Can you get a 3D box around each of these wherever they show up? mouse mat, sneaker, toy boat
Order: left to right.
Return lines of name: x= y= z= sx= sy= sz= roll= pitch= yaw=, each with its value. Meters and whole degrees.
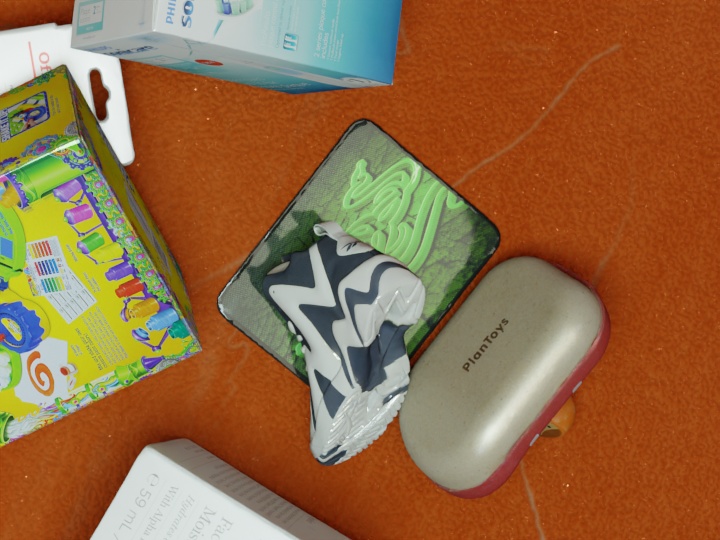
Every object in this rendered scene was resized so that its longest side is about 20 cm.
sneaker: x=-0.026 y=0.049 z=1.334 sx=0.079 sy=0.130 sz=0.200 roll=-21 pitch=139 yaw=-31
mouse mat: x=0.000 y=0.000 z=1.369 sx=0.161 sy=0.008 sz=0.200 roll=38 pitch=87 yaw=-11
toy boat: x=0.127 y=0.097 z=1.357 sx=0.200 sy=0.130 sz=0.131 roll=-51 pitch=130 yaw=-2

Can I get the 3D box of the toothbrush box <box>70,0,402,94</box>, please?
toothbrush box: x=-0.090 y=-0.189 z=1.228 sx=0.199 sy=0.146 sz=0.086 roll=9 pitch=87 yaw=-34

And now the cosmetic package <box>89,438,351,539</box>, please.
cosmetic package: x=-0.105 y=0.249 z=1.270 sx=0.199 sy=0.165 sz=0.166 roll=30 pitch=89 yaw=6

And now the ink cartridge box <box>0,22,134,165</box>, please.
ink cartridge box: x=-0.278 y=-0.121 z=1.276 sx=0.198 sy=0.067 sz=0.117 roll=-9 pitch=98 yaw=-9

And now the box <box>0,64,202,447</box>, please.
box: x=-0.248 y=-0.004 z=1.218 sx=0.191 sy=0.122 sz=0.201 roll=-25 pitch=125 yaw=0
